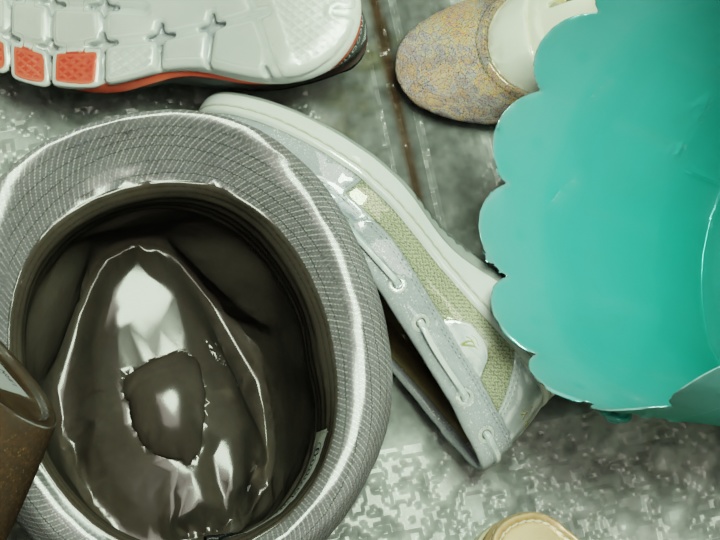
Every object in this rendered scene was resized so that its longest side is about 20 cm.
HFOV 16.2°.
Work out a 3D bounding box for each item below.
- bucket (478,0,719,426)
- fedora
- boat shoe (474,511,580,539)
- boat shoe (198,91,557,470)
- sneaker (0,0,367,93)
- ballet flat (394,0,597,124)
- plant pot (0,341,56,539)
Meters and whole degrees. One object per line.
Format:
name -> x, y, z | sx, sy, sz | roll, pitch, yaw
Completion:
bucket -> 0.164, -0.027, 1.057 | 0.135, 0.207, 0.208 | 19, 69, -39
fedora -> -0.081, 0.041, 1.060 | 0.177, 0.090, 0.200 | -19, 84, -13
boat shoe -> 0.117, 0.178, 1.060 | 0.074, 0.069, 0.200 | -25, 67, -24
boat shoe -> 0.000, 0.001, 1.104 | 0.202, 0.074, 0.065 | 42, 68, -4
sneaker -> -0.090, -0.106, 1.123 | 0.200, 0.082, 0.077 | 9, 84, 16
ballet flat -> 0.117, -0.107, 1.156 | 0.200, 0.067, 0.068 | -5, 75, -11
plant pot -> -0.215, 0.098, 0.946 | 0.187, 0.187, 0.200 | 44, 94, 4
